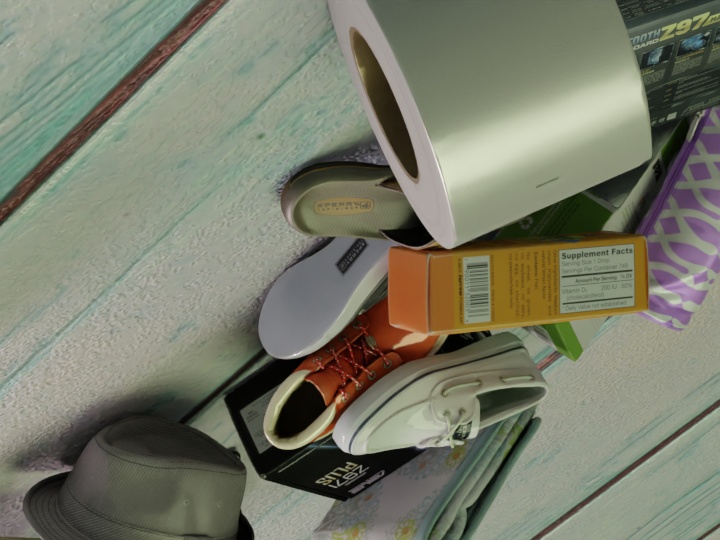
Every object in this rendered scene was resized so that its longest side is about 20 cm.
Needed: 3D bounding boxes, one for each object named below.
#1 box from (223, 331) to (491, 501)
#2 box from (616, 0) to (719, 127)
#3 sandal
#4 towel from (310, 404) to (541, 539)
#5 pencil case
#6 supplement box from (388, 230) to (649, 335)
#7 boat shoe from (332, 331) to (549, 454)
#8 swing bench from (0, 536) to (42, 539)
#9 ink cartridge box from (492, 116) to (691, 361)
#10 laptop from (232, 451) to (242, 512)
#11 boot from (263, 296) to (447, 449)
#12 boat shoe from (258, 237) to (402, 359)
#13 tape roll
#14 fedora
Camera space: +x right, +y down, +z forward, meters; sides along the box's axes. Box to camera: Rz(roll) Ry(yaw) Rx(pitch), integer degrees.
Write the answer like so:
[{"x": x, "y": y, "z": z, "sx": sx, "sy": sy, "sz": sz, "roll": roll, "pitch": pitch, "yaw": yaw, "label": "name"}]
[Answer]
[{"x": 0.011, "y": 0.107, "z": 1.916, "sx": 0.200, "sy": 0.086, "sz": 0.164, "roll": -34, "pitch": 155, "yaw": 15, "label": "box"}, {"x": 0.190, "y": -0.156, "z": 1.625, "sx": 0.200, "sy": 0.051, "sz": 0.158, "roll": -20, "pitch": 155, "yaw": -13, "label": "box"}, {"x": 0.041, "y": -0.049, "z": 1.614, "sx": 0.200, "sy": 0.055, "sz": 0.082, "roll": -3, "pitch": 129, "yaw": -3, "label": "sandal"}, {"x": 0.061, "y": 0.188, "z": 1.979, "sx": 0.171, "sy": 0.048, "sz": 0.200, "roll": -5, "pitch": -138, "yaw": 56, "label": "towel"}, {"x": 0.271, "y": -0.050, "z": 1.777, "sx": 0.085, "sy": 0.084, "sz": 0.200, "roll": 19, "pitch": 103, "yaw": -30, "label": "pencil case"}, {"x": 0.123, "y": 0.008, "z": 1.686, "sx": 0.200, "sy": 0.069, "sz": 0.067, "roll": -3, "pitch": -174, "yaw": -28, "label": "supplement box"}, {"x": 0.072, "y": 0.108, "z": 1.784, "sx": 0.200, "sy": 0.067, "sz": 0.074, "roll": -26, "pitch": 148, "yaw": -31, "label": "boat shoe"}, {"x": -0.321, "y": 0.304, "z": 1.904, "sx": 0.200, "sy": 0.130, "sz": 0.199, "roll": 20, "pitch": 138, "yaw": -16, "label": "swing bench"}, {"x": 0.197, "y": -0.042, "z": 1.835, "sx": 0.200, "sy": 0.076, "sz": 0.148, "roll": -54, "pitch": 156, "yaw": -9, "label": "ink cartridge box"}, {"x": -0.179, "y": 0.286, "z": 2.041, "sx": 0.187, "sy": 0.116, "sz": 0.200, "roll": -21, "pitch": 155, "yaw": -14, "label": "laptop"}, {"x": 0.001, "y": 0.072, "z": 1.768, "sx": 0.200, "sy": 0.075, "sz": 0.107, "roll": -46, "pitch": 175, "yaw": 12, "label": "boot"}, {"x": 0.000, "y": 0.000, "z": 1.731, "sx": 0.066, "sy": 0.070, "sz": 0.200, "roll": 7, "pitch": 131, "yaw": -48, "label": "boat shoe"}, {"x": 0.077, "y": -0.131, "z": 1.387, "sx": 0.139, "sy": 0.203, "sz": 0.203, "roll": -23, "pitch": 155, "yaw": -6, "label": "tape roll"}, {"x": -0.173, "y": 0.179, "z": 1.832, "sx": 0.200, "sy": 0.177, "sz": 0.090, "roll": 9, "pitch": 109, "yaw": -30, "label": "fedora"}]
